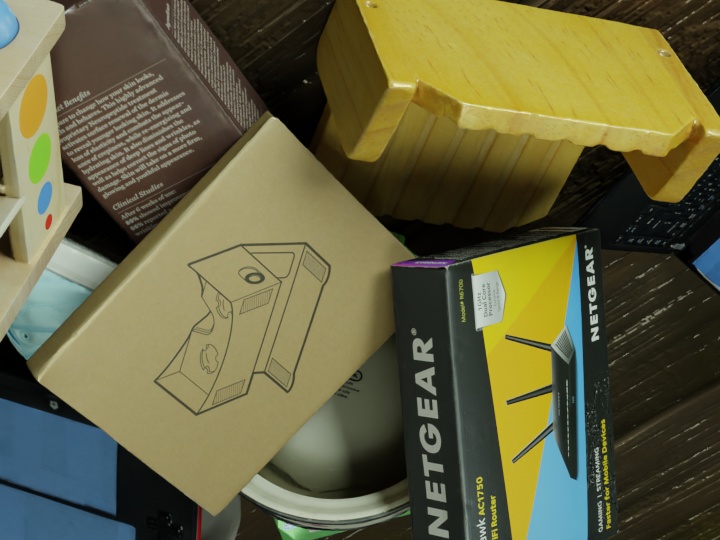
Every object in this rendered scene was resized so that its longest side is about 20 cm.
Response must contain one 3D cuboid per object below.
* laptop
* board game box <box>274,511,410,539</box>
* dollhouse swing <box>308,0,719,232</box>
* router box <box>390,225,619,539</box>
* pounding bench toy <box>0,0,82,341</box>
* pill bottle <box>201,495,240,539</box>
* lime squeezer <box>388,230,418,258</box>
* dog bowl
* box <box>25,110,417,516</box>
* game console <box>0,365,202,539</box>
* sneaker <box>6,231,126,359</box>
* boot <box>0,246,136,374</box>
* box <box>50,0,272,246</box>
[{"bbox_3d":[0.264,-0.033,1.072,0.199,0.104,0.177,3,139,-45],"label":"laptop"},{"bbox_3d":[0.037,0.118,1.171,0.199,0.135,0.029,-15,120,6],"label":"board game box"},{"bbox_3d":[0.072,-0.060,0.984,0.199,0.182,0.176,7,123,-17],"label":"dollhouse swing"},{"bbox_3d":[0.092,0.083,1.022,0.051,0.201,0.149,3,-168,45],"label":"router box"},{"bbox_3d":[-0.264,-0.074,0.861,0.199,0.125,0.156,13,135,10],"label":"pounding bench toy"},{"bbox_3d":[-0.194,0.180,1.198,0.199,0.115,0.114,-22,136,31],"label":"pill bottle"},{"bbox_3d":[0.000,0.000,1.063,0.071,0.200,0.038,-39,177,-8],"label":"lime squeezer"},{"bbox_3d":[-0.016,0.080,1.091,0.199,0.201,0.074,-7,154,-3],"label":"dog bowl"},{"bbox_3d":[-0.071,0.030,0.973,0.200,0.021,0.163,-46,125,1],"label":"box"},{"bbox_3d":[-0.195,0.146,1.082,0.199,0.031,0.178,15,128,13],"label":"game console"},{"bbox_3d":[-0.207,0.010,1.014,0.199,0.074,0.082,26,95,0],"label":"sneaker"},{"bbox_3d":[-0.217,0.031,1.096,0.199,0.066,0.165,4,133,-7],"label":"boot"},{"bbox_3d":[-0.121,-0.090,0.963,0.100,0.075,0.200,-24,130,15],"label":"box"}]
